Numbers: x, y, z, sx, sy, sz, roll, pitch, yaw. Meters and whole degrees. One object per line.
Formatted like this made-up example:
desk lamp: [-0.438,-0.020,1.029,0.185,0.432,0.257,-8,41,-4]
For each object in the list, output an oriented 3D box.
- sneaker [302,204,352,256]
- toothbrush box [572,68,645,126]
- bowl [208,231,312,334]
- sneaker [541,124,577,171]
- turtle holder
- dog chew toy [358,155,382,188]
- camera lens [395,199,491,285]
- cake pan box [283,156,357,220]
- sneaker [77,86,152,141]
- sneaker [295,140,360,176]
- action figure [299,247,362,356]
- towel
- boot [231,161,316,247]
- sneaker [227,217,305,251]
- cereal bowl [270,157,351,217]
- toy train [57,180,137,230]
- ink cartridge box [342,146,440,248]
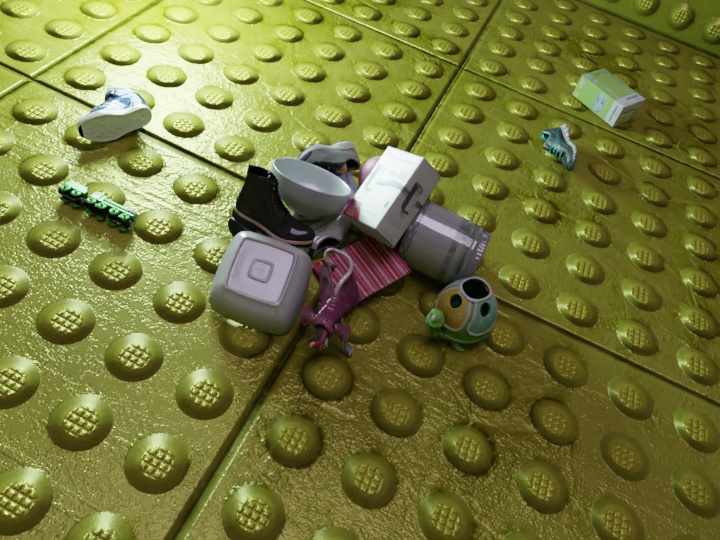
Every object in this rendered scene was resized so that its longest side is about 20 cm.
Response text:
sneaker: [-0.064,-0.091,1.634,0.198,0.073,0.071,-32,71,-27]
toothbrush box: [0.877,-0.614,2.395,0.144,0.087,0.200,-23,57,-34]
bowl: [-0.211,0.015,1.436,0.195,0.075,0.204,19,66,1]
sneaker: [0.618,-0.379,2.119,0.089,0.079,0.203,-3,43,1]
turtle holder: [0.218,0.084,1.505,0.181,0.133,0.143,4,47,-14]
dog chew toy: [0.054,-0.195,1.724,0.121,0.126,0.203,8,50,-9]
camera lens: [0.193,-0.061,1.613,0.197,0.162,0.161,26,45,7]
cake pan box: [-0.101,-0.213,1.741,0.180,0.053,0.203,1,48,-20]
sneaker: [-0.649,-0.409,1.739,0.197,0.082,0.146,-25,50,-30]
sneaker: [-0.083,-0.275,1.720,0.197,0.075,0.080,-18,60,-31]
action figure: [-0.054,0.083,1.410,0.131,0.151,0.202,20,46,0]
towel: [0.000,0.000,1.564,0.197,0.023,0.145,-27,59,-20]
boot: [-0.179,-0.142,1.496,0.196,0.140,0.078,20,36,-6]
sneaker: [-0.214,-0.066,1.555,0.199,0.071,0.082,39,52,8]
cereal bowl: [-0.125,-0.185,1.595,0.196,0.085,0.201,21,22,-9]
toy train: [-0.593,-0.149,1.536,0.196,0.042,0.057,25,35,6]
ink cartridge box: [0.072,-0.174,1.574,0.202,0.085,0.145,-54,40,-6]
